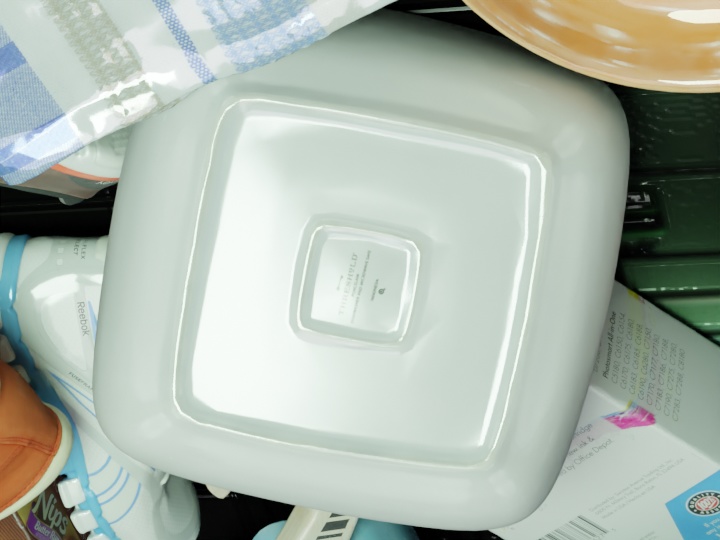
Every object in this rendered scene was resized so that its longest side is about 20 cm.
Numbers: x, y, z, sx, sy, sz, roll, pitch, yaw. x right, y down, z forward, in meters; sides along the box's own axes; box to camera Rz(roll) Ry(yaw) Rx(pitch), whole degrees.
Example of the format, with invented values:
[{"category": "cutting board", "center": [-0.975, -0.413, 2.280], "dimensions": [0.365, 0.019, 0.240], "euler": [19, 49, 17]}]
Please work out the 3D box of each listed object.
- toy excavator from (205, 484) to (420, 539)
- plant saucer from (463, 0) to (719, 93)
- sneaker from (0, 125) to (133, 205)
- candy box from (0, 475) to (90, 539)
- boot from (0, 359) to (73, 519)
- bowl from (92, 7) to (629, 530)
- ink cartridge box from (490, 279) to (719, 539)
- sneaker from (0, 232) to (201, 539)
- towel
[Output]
[{"category": "toy excavator", "center": [-0.017, 0.135, 1.250], "dimensions": [0.194, 0.100, 0.200], "euler": [10, 121, -30]}, {"category": "plant saucer", "center": [0.115, -0.147, 0.954], "dimensions": [0.200, 0.037, 0.200], "euler": [6, 139, 5]}, {"category": "sneaker", "center": [-0.180, -0.075, 1.076], "dimensions": [0.200, 0.077, 0.082], "euler": [28, 142, -17]}, {"category": "candy box", "center": [-0.237, 0.137, 1.337], "dimensions": [0.200, 0.056, 0.117], "euler": [-5, 135, 17]}, {"category": "boot", "center": [-0.215, 0.105, 1.142], "dimensions": [0.200, 0.075, 0.107], "euler": [-32, 153, 12]}, {"category": "bowl", "center": [0.000, 0.000, 1.034], "dimensions": [0.200, 0.075, 0.200], "euler": [11, 96, -1]}, {"category": "ink cartridge box", "center": [0.075, 0.054, 1.161], "dimensions": [0.200, 0.068, 0.115], "euler": [32, 136, -22]}, {"category": "sneaker", "center": [-0.100, 0.059, 1.208], "dimensions": [0.087, 0.075, 0.200], "euler": [-11, 134, 15]}, {"category": "towel", "center": [-0.077, -0.116, 0.945], "dimensions": [0.200, 0.024, 0.147], "euler": [-24, 131, 12]}]
